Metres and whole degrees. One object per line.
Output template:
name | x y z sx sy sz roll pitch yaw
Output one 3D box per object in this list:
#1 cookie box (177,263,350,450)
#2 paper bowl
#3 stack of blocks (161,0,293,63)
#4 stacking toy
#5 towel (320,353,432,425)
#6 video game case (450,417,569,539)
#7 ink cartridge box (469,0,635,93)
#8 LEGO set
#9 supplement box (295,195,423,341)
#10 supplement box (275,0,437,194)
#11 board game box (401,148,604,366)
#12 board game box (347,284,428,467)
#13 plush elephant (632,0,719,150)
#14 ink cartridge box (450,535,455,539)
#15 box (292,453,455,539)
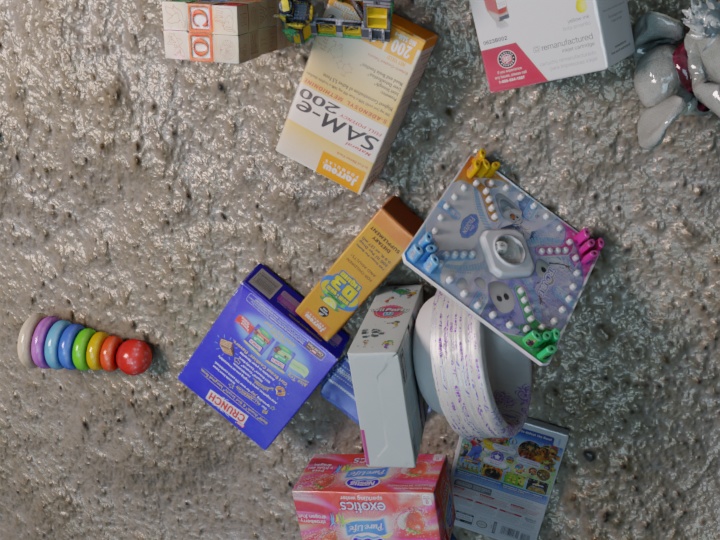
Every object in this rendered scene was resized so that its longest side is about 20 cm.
cookie box | -0.139 0.124 1.141 0.171 0.075 0.201 39 116 -1
paper bowl | 0.132 0.100 0.975 0.103 0.201 0.203 -6 109 27
stack of blocks | -0.152 -0.282 0.916 0.113 0.200 0.059 6 113 13
stacking toy | -0.413 0.118 1.229 0.197 0.086 0.087 7 113 8
towel | 0.047 0.148 1.121 0.144 0.024 0.201 39 116 -1
video game case | 0.199 0.291 1.133 0.141 0.018 0.203 15 115 12
ink cartridge box | 0.190 -0.305 0.843 0.144 0.083 0.203 -2 111 42
LEGO set | -0.019 -0.340 0.847 0.151 0.116 0.203 14 80 4
supplement box | 0.000 0.000 1.055 0.066 0.069 0.200 41 119 1
supplement box | -0.007 -0.212 0.968 0.125 0.074 0.202 27 116 7
board game box | 0.172 -0.024 0.922 0.199 0.201 0.026 36 143 0
board game box | 0.044 0.123 0.994 0.063 0.200 0.150 -3 110 14
plush elephant | 0.356 -0.200 0.828 0.198 0.154 0.167 17 74 -25
ink cartridge box | 0.043 0.360 1.181 0.115 0.067 0.202 -27 101 23
box | 0.020 0.315 1.081 0.197 0.095 0.104 -4 108 19
